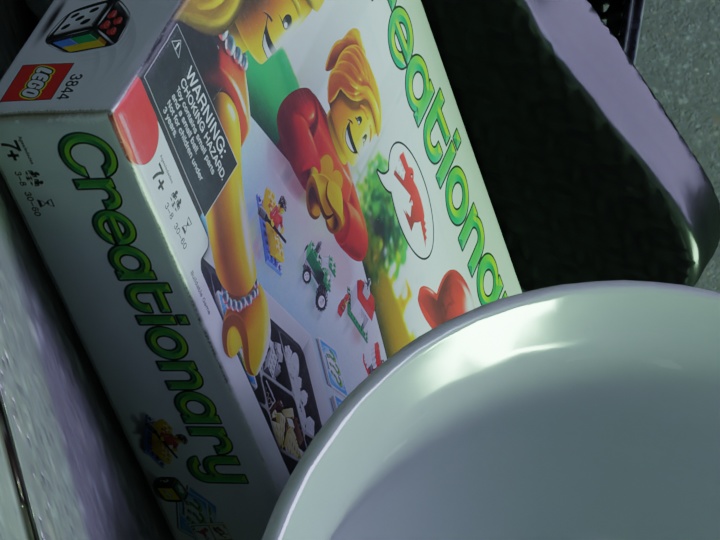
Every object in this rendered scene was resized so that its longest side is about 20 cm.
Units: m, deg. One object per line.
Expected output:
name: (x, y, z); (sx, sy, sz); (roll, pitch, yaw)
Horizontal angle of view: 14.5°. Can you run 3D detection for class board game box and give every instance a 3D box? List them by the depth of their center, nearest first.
board game box: (-0.010, 0.005, 0.627); (0.126, 0.035, 0.200); (-64, 143, -43)

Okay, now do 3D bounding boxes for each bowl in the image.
bowl: (0.054, 0.109, 0.579); (0.090, 0.201, 0.201); (-48, -126, 55)

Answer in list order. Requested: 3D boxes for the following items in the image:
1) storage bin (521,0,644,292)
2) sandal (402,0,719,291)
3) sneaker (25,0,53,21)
storage bin: (0.013, -0.086, 0.827); (0.200, 0.094, 0.135); (-74, 145, -51)
sandal: (0.022, -0.075, 0.663); (0.200, 0.075, 0.048); (58, 43, -27)
sneaker: (-0.060, -0.112, 0.702); (0.089, 0.075, 0.200); (54, 14, -38)
